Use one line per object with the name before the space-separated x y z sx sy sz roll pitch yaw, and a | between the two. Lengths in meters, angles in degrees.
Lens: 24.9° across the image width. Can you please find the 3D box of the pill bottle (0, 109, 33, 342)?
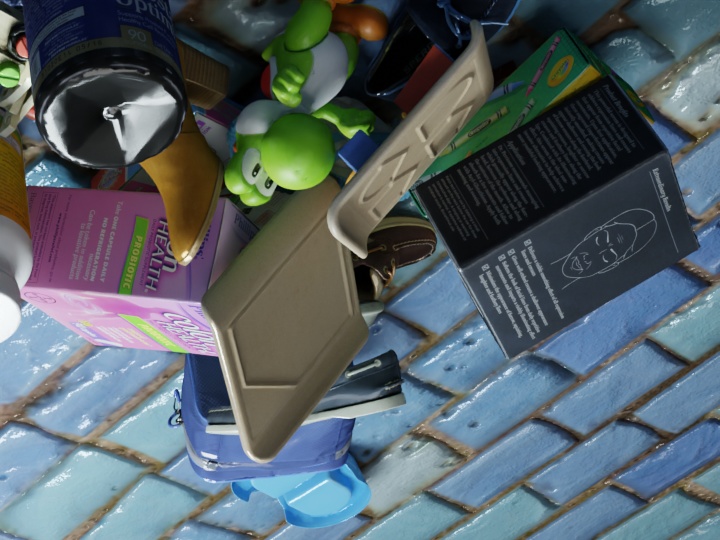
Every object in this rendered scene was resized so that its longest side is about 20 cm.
pill bottle | -0.331 -0.037 1.356 0.110 0.201 0.112 -9 142 -7

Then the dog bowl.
dog bowl | -0.072 0.238 1.908 0.111 0.050 0.200 -33 139 21

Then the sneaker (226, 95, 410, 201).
sneaker | -0.038 -0.113 1.445 0.199 0.082 0.076 13 157 -42

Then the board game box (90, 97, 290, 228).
board game box | -0.124 -0.078 1.504 0.199 0.041 0.153 25 127 -39

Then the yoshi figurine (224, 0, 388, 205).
yoshi figurine | -0.036 -0.141 1.322 0.112 0.201 0.112 27 165 -5

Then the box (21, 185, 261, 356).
box | -0.182 0.005 1.450 0.198 0.098 0.176 4 162 20

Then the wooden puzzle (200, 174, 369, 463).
wooden puzzle | -0.066 0.041 1.422 0.037 0.185 0.201 18 141 30

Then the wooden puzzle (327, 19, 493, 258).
wooden puzzle | 0.036 -0.110 1.338 0.201 0.046 0.185 -53 171 0

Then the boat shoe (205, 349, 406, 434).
boat shoe | -0.056 0.120 1.580 0.198 0.062 0.075 -11 177 8

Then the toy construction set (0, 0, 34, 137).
toy construction set | -0.323 -0.167 1.286 0.199 0.092 0.131 19 117 -42

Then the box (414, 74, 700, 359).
box | 0.171 -0.044 1.403 0.199 0.107 0.149 -29 140 2

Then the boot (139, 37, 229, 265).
boot | -0.183 -0.111 1.314 0.143 0.203 0.071 18 149 -26

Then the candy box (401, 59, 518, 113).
candy box | 0.128 -0.099 1.551 0.116 0.057 0.200 -23 140 7

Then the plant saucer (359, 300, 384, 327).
plant saucer | -0.073 0.064 1.602 0.198 0.051 0.200 -7 -179 0

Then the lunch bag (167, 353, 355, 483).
lunch bag | -0.103 0.143 1.708 0.198 0.137 0.133 -3 140 -9

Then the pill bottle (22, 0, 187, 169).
pill bottle | -0.196 -0.184 1.219 0.111 0.201 0.112 -9 143 -7

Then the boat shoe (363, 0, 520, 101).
boat shoe | 0.073 -0.206 1.367 0.068 0.084 0.201 -21 153 -46

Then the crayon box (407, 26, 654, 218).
crayon box | 0.150 -0.108 1.454 0.200 0.058 0.118 -42 138 16

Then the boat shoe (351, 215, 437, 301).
boat shoe | 0.000 0.000 1.587 0.199 0.072 0.072 -10 151 -38
